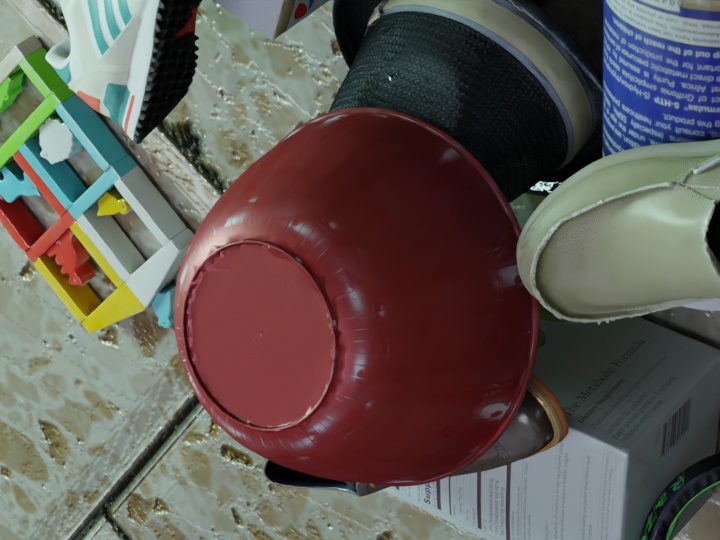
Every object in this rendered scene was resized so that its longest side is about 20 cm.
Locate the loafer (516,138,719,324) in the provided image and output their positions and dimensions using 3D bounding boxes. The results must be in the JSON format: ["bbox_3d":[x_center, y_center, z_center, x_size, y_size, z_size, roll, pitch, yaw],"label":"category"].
[{"bbox_3d":[0.161,-0.020,1.217,0.199,0.068,0.076,-20,116,25],"label":"loafer"}]

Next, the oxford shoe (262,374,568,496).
[{"bbox_3d":[0.028,0.094,1.399,0.199,0.073,0.072,-12,116,48],"label":"oxford shoe"}]

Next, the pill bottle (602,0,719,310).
[{"bbox_3d":[0.179,-0.087,1.284,0.119,0.120,0.201,19,128,30],"label":"pill bottle"}]

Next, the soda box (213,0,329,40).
[{"bbox_3d":[-0.101,-0.218,1.474,0.200,0.064,0.068,34,135,16],"label":"soda box"}]

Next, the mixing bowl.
[{"bbox_3d":[-0.020,0.024,1.307,0.199,0.108,0.202,8,105,33],"label":"mixing bowl"}]

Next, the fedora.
[{"bbox_3d":[0.044,-0.077,1.383,0.200,0.092,0.201,32,158,15],"label":"fedora"}]

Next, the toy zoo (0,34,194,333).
[{"bbox_3d":[-0.186,-0.042,1.698,0.200,0.020,0.131,52,138,0],"label":"toy zoo"}]

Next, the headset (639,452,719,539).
[{"bbox_3d":[0.250,0.177,1.407,0.199,0.094,0.124,21,97,-10],"label":"headset"}]

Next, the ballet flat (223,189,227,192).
[{"bbox_3d":[0.000,0.000,1.430,0.199,0.064,0.076,21,87,29],"label":"ballet flat"}]

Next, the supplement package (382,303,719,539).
[{"bbox_3d":[0.092,0.080,1.477,0.199,0.114,0.110,22,131,28],"label":"supplement package"}]

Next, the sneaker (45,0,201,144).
[{"bbox_3d":[-0.132,-0.164,1.438,0.093,0.070,0.200,31,138,12],"label":"sneaker"}]
